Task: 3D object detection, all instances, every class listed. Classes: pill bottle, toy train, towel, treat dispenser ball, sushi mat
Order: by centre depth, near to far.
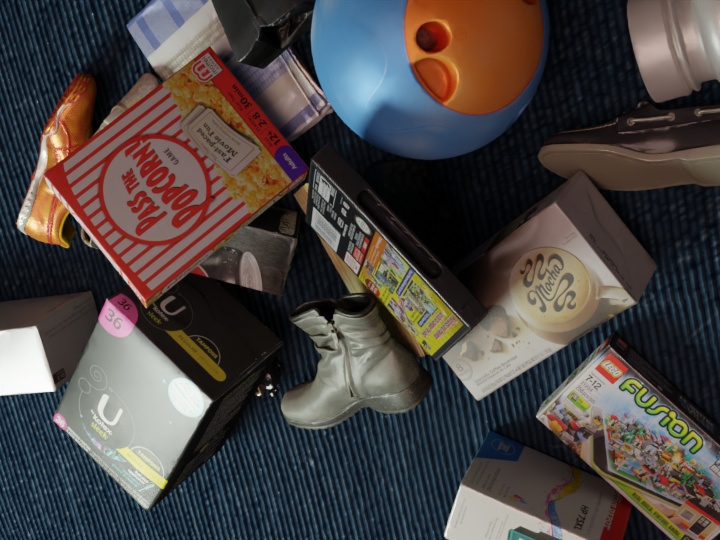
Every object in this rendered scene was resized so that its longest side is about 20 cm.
[{"bbox_3d":[0.317,-0.202,0.912,0.198,0.114,0.116,-14,104,26],"label":"pill bottle"},{"bbox_3d":[0.058,-0.194,0.970,0.198,0.201,0.204,8,112,19],"label":"treat dispenser ball"},{"bbox_3d":[0.000,0.000,1.145,0.202,0.012,0.095,61,159,-7],"label":"sushi mat"},{"bbox_3d":[-0.130,-0.201,1.146,0.146,0.024,0.201,-35,92,31],"label":"towel"},{"bbox_3d":[-0.140,0.046,1.236,0.045,0.034,0.202,-20,100,30],"label":"toy train"}]

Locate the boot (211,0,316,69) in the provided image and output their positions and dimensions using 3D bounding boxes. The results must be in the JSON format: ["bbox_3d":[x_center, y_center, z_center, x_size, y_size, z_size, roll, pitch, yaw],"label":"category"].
[{"bbox_3d":[-0.089,-0.304,1.020,0.165,0.065,0.202,-46,58,40],"label":"boot"}]

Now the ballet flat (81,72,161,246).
[{"bbox_3d":[-0.248,-0.105,1.194,0.068,0.067,0.202,40,125,41],"label":"ballet flat"}]

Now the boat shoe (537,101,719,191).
[{"bbox_3d":[0.254,-0.112,1.015,0.198,0.073,0.063,3,67,27],"label":"boat shoe"}]

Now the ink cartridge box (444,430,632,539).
[{"bbox_3d":[0.193,0.244,1.128,0.198,0.116,0.068,21,116,13],"label":"ink cartridge box"}]

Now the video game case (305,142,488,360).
[{"bbox_3d":[0.023,-0.009,0.987,0.025,0.200,0.181,-42,84,-11],"label":"video game case"}]

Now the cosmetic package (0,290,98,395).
[{"bbox_3d":[-0.399,0.086,1.313,0.198,0.113,0.082,-9,106,23],"label":"cosmetic package"}]

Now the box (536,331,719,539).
[{"bbox_3d":[0.278,0.166,1.110,0.200,0.035,0.110,41,119,3],"label":"box"}]

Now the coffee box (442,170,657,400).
[{"bbox_3d":[0.152,0.017,1.064,0.113,0.080,0.199,50,128,-3],"label":"coffee box"}]

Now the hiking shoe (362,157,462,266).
[{"bbox_3d":[0.028,-0.045,1.048,0.086,0.200,0.075,3,74,20],"label":"hiking shoe"}]

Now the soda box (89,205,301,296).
[{"bbox_3d":[-0.162,-0.040,1.160,0.197,0.064,0.071,14,115,-6],"label":"soda box"}]

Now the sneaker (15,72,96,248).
[{"bbox_3d":[-0.304,-0.117,1.234,0.076,0.073,0.201,18,121,-9],"label":"sneaker"}]

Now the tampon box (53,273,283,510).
[{"bbox_3d":[-0.202,0.115,1.211,0.150,0.126,0.201,40,129,10],"label":"tampon box"}]

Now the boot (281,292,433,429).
[{"bbox_3d":[-0.030,0.083,1.155,0.199,0.068,0.131,-17,118,42],"label":"boot"}]

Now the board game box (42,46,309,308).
[{"bbox_3d":[-0.171,-0.088,1.097,0.200,0.046,0.152,-41,89,-13],"label":"board game box"}]
